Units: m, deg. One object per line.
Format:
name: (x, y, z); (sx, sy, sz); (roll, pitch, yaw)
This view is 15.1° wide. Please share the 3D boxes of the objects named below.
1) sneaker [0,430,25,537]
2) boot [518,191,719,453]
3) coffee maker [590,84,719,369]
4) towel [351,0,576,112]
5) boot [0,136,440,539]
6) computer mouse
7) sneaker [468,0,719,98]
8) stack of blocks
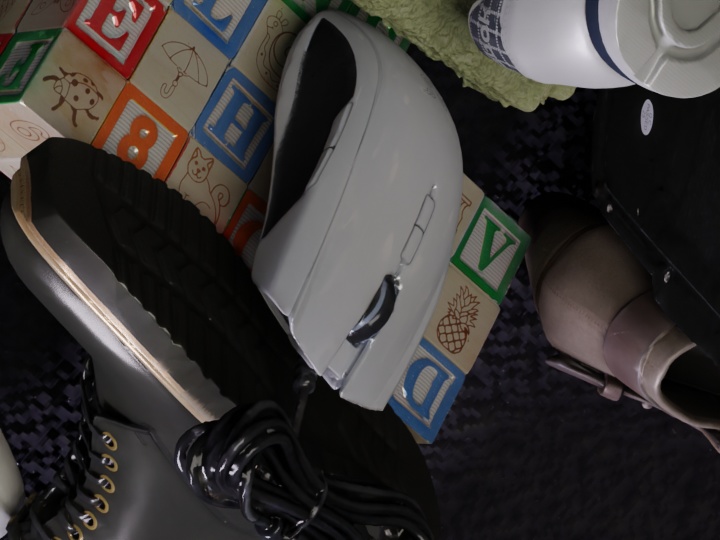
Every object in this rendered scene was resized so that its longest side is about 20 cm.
sneaker: (-0.141, -0.005, 0.889); (0.085, 0.073, 0.200); (-27, 111, -9)
boot: (0.144, 0.030, 0.962); (0.200, 0.146, 0.070); (14, 108, -26)
coffee maker: (0.202, -0.025, 0.876); (0.200, 0.192, 0.135); (-5, 148, -25)
towel: (0.028, -0.148, 0.848); (0.200, 0.036, 0.148); (29, 96, -34)
boot: (-0.083, 0.057, 0.857); (0.138, 0.078, 0.200); (-27, 127, 19)
computer mouse: (0.000, 0.000, 0.825); (0.110, 0.044, 0.200); (43, 44, -42)
sneaker: (0.103, -0.142, 0.828); (0.076, 0.080, 0.200); (45, 68, -31)
stack of blocks: (-0.032, -0.043, 0.906); (0.200, 0.059, 0.115); (42, 65, -32)
